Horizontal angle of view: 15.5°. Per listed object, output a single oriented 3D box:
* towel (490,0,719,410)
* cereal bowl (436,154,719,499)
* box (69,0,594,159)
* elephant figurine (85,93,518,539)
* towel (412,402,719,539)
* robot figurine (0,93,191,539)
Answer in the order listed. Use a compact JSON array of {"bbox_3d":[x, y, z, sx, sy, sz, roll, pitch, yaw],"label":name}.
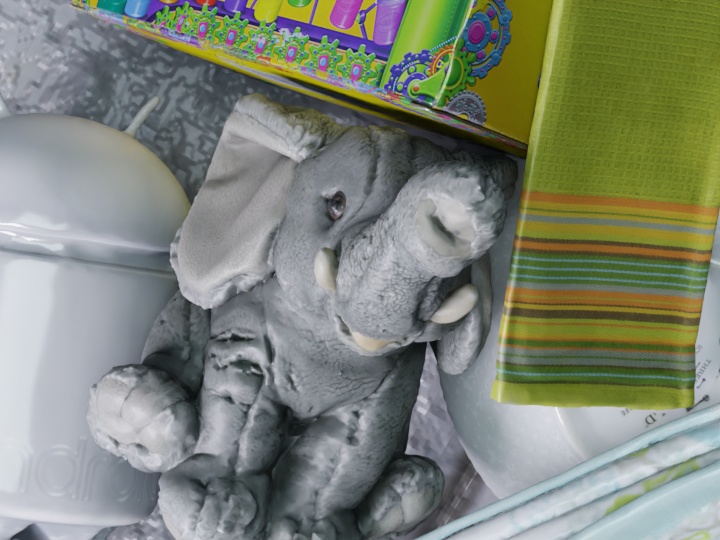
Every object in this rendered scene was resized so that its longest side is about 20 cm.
[{"bbox_3d":[0.094,-0.050,0.890,0.086,0.018,0.200,0,103,-36],"label":"towel"},{"bbox_3d":[0.121,0.029,0.982,0.200,0.083,0.200,3,106,11],"label":"cereal bowl"},{"bbox_3d":[0.026,-0.152,0.953,0.200,0.122,0.193,20,92,45],"label":"box"},{"bbox_3d":[0.000,0.000,0.927,0.155,0.141,0.200,45,126,29],"label":"elephant figurine"},{"bbox_3d":[0.095,0.144,0.967,0.200,0.048,0.171,-26,128,13],"label":"towel"},{"bbox_3d":[-0.125,0.027,1.016,0.169,0.113,0.200,8,90,-34],"label":"robot figurine"}]
